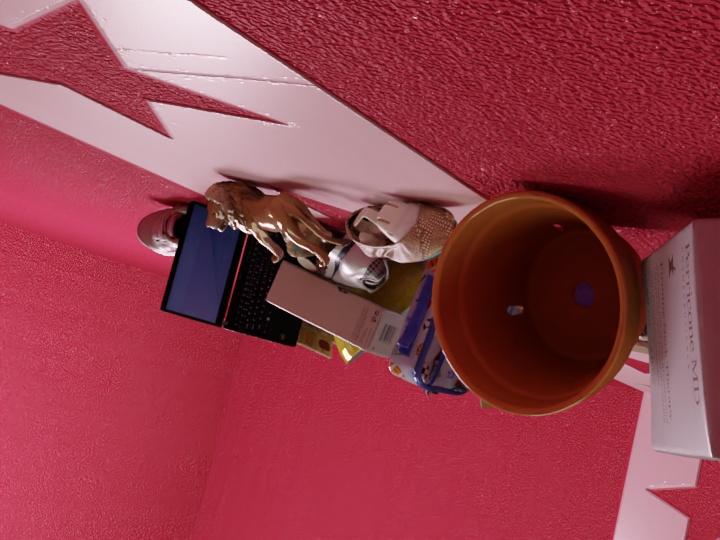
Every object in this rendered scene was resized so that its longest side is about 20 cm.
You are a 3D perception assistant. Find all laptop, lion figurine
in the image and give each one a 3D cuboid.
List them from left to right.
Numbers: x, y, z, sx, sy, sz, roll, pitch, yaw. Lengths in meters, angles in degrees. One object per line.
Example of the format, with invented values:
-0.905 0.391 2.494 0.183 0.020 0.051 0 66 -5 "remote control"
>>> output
-0.182 0.006 1.550 0.197 0.180 0.103 13 174 14 "laptop"
-0.106 -0.067 1.237 0.198 0.073 0.123 -4 134 47 "lion figurine"

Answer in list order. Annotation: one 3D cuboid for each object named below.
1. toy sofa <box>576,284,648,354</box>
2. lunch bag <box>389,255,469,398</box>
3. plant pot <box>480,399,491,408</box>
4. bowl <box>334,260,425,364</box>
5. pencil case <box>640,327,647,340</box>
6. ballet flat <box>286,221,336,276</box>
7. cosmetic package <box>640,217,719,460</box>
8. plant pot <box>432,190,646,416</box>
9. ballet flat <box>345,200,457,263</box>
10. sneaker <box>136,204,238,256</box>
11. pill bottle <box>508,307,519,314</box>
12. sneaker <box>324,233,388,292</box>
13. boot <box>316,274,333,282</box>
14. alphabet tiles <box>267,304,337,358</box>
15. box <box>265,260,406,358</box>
0.317 0.055 1.271 0.198 0.084 0.097 8 170 45 "toy sofa"
0.122 0.077 1.377 0.075 0.203 0.159 20 179 38 "lunch bag"
0.339 0.184 2.001 0.197 0.190 0.186 0 171 10 "plant pot"
0.022 0.044 1.586 0.108 0.200 0.200 50 176 6 "bowl"
0.398 0.066 1.156 0.198 0.090 0.078 17 -163 -26 "pencil case"
-0.053 -0.024 1.502 0.070 0.072 0.200 11 173 27 "ballet flat"
0.317 0.055 0.759 0.163 0.170 0.200 -2 171 5 "cosmetic package"
0.187 0.027 0.946 0.198 0.204 0.139 9 -172 38 "plant pot"
0.036 -0.047 1.132 0.065 0.071 0.199 32 163 -21 "ballet flat"
-0.298 -0.072 1.632 0.198 0.083 0.088 0 166 32 "sneaker"
0.276 0.088 1.487 0.119 0.121 0.198 20 171 -43 "pill bottle"
0.000 0.000 1.427 0.080 0.077 0.200 39 175 6 "sneaker"
-0.030 0.029 1.667 0.073 0.077 0.199 -13 175 25 "boot"
-0.086 0.046 1.671 0.165 0.202 0.006 29 133 -31 "alphabet tiles"
-0.037 0.057 1.476 0.198 0.069 0.082 25 180 30 "box"
